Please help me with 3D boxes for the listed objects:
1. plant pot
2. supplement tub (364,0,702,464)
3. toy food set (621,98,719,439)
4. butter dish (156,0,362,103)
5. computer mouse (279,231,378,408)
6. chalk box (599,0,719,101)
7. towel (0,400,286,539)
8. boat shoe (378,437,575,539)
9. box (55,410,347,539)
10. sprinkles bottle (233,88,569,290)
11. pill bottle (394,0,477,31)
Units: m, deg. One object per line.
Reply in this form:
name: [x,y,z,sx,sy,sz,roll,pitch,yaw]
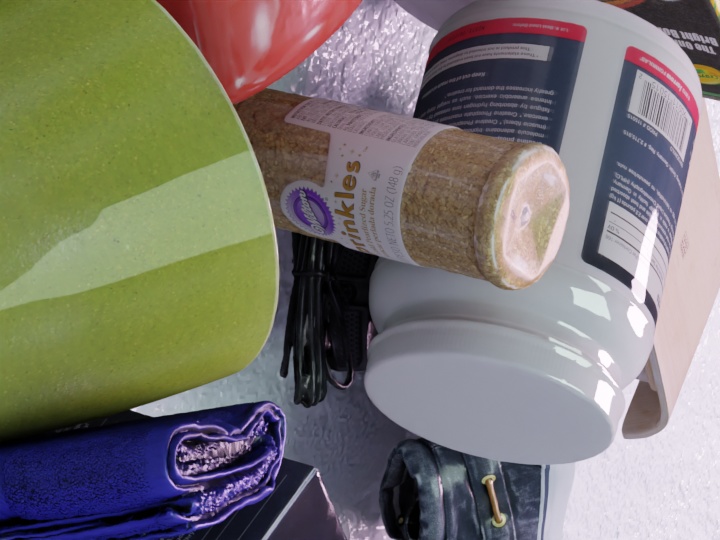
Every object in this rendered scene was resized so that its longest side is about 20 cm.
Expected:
plant pot: [-0.168,-0.002,1.181,0.200,0.187,0.187,-27,125,-31]
supplement tub: [0.083,-0.021,1.444,0.140,0.140,0.200,50,48,-52]
toy food set: [0.166,-0.018,1.772,0.200,0.060,0.144,73,32,-41]
butter dish: [-0.052,-0.158,1.296,0.199,0.148,0.200,-47,137,-38]
computer mouse: [0.000,0.000,1.509,0.200,0.053,0.139,9,90,-67]
chalk box: [0.181,-0.180,1.660,0.124,0.125,0.200,-62,146,-20]
towel: [-0.139,0.094,1.196,0.148,0.200,0.050,-6,87,-73]
boat shoe: [0.056,0.145,1.561,0.091,0.071,0.200,-17,136,-17]
box: [-0.091,0.164,1.331,0.104,0.182,0.200,-53,142,-31]
sprinkles bottle: [-0.004,-0.044,1.363,0.068,0.200,0.068,-26,123,-50]
pill bottle: [0.093,-0.219,1.523,0.200,0.111,0.111,-64,146,-16]
